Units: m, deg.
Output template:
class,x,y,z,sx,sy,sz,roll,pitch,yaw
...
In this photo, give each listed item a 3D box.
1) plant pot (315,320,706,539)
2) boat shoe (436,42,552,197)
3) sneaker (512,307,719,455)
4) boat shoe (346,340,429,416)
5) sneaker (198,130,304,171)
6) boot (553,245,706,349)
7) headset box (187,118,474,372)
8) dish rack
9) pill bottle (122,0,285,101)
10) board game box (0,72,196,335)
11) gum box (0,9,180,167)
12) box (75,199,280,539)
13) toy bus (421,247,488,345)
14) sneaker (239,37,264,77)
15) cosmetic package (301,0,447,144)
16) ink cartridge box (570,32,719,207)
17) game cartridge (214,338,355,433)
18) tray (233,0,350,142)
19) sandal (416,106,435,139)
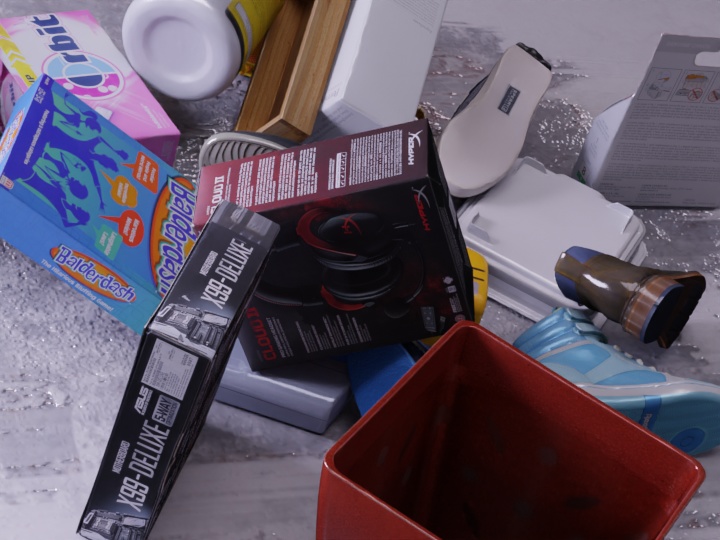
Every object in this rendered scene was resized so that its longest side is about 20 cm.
class,x,y,z,sx,sy,sz,roll,pitch,yaw
plant pot,0.080,0.190,1.182,0.199,0.177,0.200,32,39,15
boat shoe,0.114,-0.122,1.671,0.074,0.093,0.200,37,53,1
sneaker,0.214,0.083,1.456,0.198,0.080,0.131,5,41,-20
boat shoe,0.061,0.126,1.350,0.068,0.084,0.201,-8,62,-51
sneaker,-0.048,-0.075,1.512,0.198,0.075,0.106,22,20,-17
boot,0.233,0.014,1.512,0.096,0.075,0.200,31,7,19
headset box,-0.027,-0.014,1.310,0.198,0.150,0.075,-11,38,11
dish rack,0.169,-0.033,1.611,0.170,0.044,0.200,27,37,12
pill bottle,-0.130,-0.249,1.603,0.111,0.113,0.201,22,41,4
board game box,-0.198,-0.044,1.390,0.199,0.045,0.153,37,34,-22
gum box,-0.256,-0.148,1.546,0.113,0.067,0.200,-10,46,-34
box,-0.124,0.074,1.216,0.049,0.201,0.158,23,37,0
toy bus,0.000,0.000,1.421,0.198,0.065,0.079,16,38,-6
sneaker,-0.084,-0.204,1.708,0.199,0.073,0.077,38,73,17
cosmetic package,0.008,-0.196,1.617,0.081,0.113,0.202,30,56,-22
ink cartridge box,0.306,-0.149,1.684,0.159,0.201,0.050,0,40,-24
game cartridge,-0.054,0.042,1.426,0.132,0.041,0.201,21,37,-5
tray,-0.058,-0.192,1.601,0.037,0.098,0.202,29,58,-24
sandal,0.046,-0.117,1.638,0.077,0.070,0.213,8,38,-14
